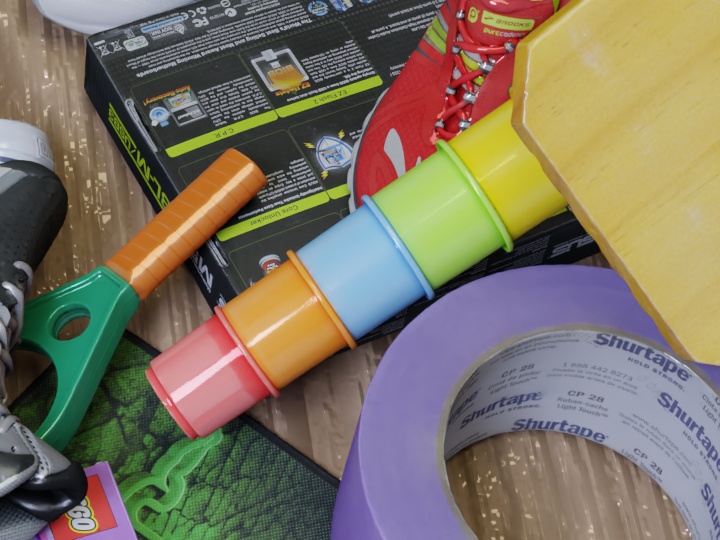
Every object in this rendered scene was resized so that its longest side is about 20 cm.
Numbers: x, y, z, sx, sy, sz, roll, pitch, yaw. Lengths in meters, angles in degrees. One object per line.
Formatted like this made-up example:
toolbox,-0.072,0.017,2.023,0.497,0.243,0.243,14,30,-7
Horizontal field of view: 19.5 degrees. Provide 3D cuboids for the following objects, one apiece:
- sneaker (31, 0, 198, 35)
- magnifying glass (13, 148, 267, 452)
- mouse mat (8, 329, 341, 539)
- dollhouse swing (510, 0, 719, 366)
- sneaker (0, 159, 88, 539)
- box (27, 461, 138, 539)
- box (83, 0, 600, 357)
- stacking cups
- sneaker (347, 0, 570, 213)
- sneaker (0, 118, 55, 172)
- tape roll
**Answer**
sneaker,-0.073,-0.174,1.055,0.200,0.080,0.070,-15,60,-16
magnifying glass,-0.119,0.020,0.912,0.200,0.022,0.080,-45,52,-15
mouse mat,-0.111,0.123,0.884,0.161,0.008,0.200,34,58,15
dollhouse swing,0.160,-0.079,0.921,0.176,0.182,0.200,-37,103,4
sneaker,-0.147,0.049,0.850,0.115,0.075,0.200,24,58,16
box,-0.131,0.183,0.811,0.137,0.039,0.200,-15,59,-17
box,-0.004,-0.062,1.007,0.200,0.048,0.193,-21,63,-22
stacking cups,0.000,0.000,0.893,0.200,0.061,0.061,-34,63,1
sneaker,0.052,-0.096,0.947,0.077,0.085,0.200,24,74,8
sneaker,-0.238,-0.031,0.935,0.200,0.073,0.071,-1,70,-1
tape roll,0.091,0.102,0.877,0.200,0.085,0.200,5,55,-7
